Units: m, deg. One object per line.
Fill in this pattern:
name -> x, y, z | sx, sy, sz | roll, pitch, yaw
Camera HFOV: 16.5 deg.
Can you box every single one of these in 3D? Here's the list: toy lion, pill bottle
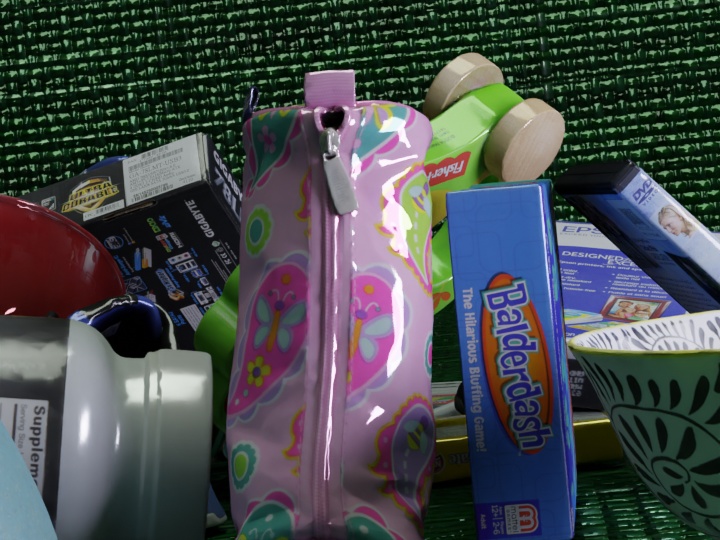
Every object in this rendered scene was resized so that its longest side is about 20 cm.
toy lion -> 0.000, 0.000, 1.273 | 0.200, 0.192, 0.069 | -21, 48, -41
pill bottle -> -0.165, 0.076, 1.055 | 0.199, 0.117, 0.116 | 3, 1, -7

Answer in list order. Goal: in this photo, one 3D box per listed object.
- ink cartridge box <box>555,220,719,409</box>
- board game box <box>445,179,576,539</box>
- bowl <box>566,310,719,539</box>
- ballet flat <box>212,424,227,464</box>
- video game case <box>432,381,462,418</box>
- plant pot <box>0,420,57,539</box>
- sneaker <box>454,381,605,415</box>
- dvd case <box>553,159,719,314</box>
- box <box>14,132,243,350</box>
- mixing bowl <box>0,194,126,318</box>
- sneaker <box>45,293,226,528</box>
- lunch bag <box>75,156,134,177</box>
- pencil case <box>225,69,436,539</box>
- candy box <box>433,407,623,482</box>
ink cartridge box -> 0.185, 0.028, 1.374 | 0.197, 0.047, 0.200 | 5, 19, 14
board game box -> 0.072, 0.035, 1.136 | 0.045, 0.153, 0.200 | -5, 3, 5
bowl -> 0.179, 0.062, 0.903 | 0.200, 0.095, 0.201 | -6, 2, 0
ballet flat -> -0.093, 0.070, 1.384 | 0.064, 0.076, 0.200 | 21, -3, 4
video game case -> -0.017, 0.094, 1.558 | 0.199, 0.023, 0.182 | -4, 3, 21
plant pot -> -0.208, 0.082, 0.902 | 0.199, 0.135, 0.200 | -6, 3, 0
sneaker -> 0.152, 0.044, 1.468 | 0.199, 0.090, 0.070 | -6, 2, 1
dvd case -> 0.178, 0.021, 1.143 | 0.018, 0.200, 0.143 | -49, 6, -2
box -> -0.148, 0.019, 1.556 | 0.198, 0.050, 0.200 | -18, -42, 13
mixing bowl -> -0.238, 0.056, 1.465 | 0.199, 0.109, 0.200 | -3, -38, -2
sneaker -> -0.128, 0.070, 1.248 | 0.080, 0.116, 0.199 | -6, 2, -27
lunch bag -> -0.171, 0.022, 1.646 | 0.200, 0.076, 0.160 | -33, -50, 28
pencil case -> -0.011, 0.025, 1.001 | 0.087, 0.201, 0.087 | 2, -13, 0
candy box -> 0.032, 0.095, 1.309 | 0.199, 0.026, 0.102 | -6, 5, -4
